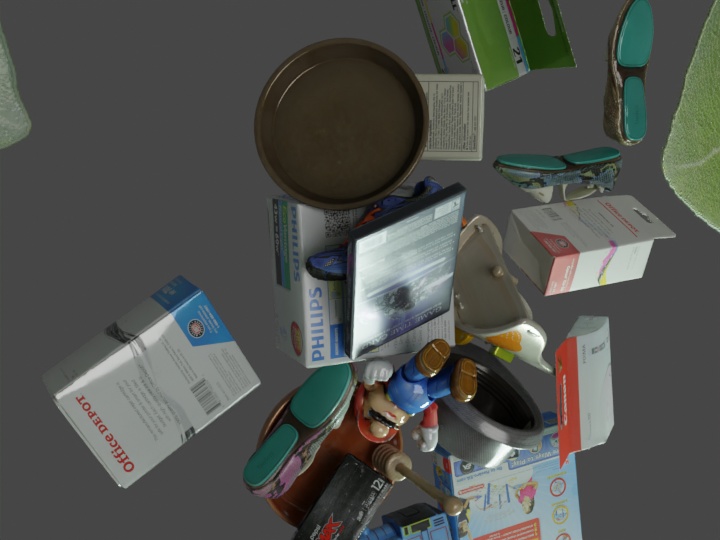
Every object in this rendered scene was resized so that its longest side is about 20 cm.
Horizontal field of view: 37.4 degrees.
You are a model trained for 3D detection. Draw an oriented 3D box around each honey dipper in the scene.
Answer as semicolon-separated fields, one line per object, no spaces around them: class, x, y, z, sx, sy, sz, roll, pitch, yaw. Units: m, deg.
honey dipper;0.072;0.255;1.287;0.038;0.200;0.038;-4;99;-24

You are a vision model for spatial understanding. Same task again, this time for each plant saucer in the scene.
plant saucer;-0.041;0.234;1.362;0.199;0.032;0.202;-3;97;-23
plant saucer;-0.021;-0.164;1.204;0.199;0.029;0.201;-1;80;6

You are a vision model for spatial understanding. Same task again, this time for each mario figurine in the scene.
mario figurine;0.053;0.162;1.274;0.106;0.200;0.124;-18;76;-36

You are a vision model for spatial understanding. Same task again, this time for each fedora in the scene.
fedora;0.143;0.182;1.376;0.176;0.200;0.091;13;118;-39

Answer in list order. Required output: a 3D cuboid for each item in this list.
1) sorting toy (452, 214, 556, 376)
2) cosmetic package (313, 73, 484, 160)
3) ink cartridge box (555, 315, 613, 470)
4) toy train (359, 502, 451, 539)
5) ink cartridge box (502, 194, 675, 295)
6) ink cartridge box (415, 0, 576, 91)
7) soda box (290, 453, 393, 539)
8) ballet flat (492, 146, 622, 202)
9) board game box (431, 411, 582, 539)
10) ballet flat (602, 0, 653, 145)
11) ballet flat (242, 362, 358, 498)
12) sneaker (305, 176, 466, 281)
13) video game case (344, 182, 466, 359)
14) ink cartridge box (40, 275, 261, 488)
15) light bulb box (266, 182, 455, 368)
sorting toy;0.192;0.060;1.384;0.107;0.201;0.180;-37;131;19
cosmetic package;0.047;-0.182;1.267;0.199;0.087;0.104;3;97;7
ink cartridge box;0.304;0.161;1.433;0.057;0.200;0.164;-1;100;17
toy train;0.031;0.383;1.389;0.199;0.087;0.115;-15;94;-20
ink cartridge box;0.308;-0.038;1.429;0.199;0.117;0.068;-9;129;-22
ink cartridge box;0.158;-0.298;1.288;0.075;0.200;0.149;-25;106;-19
soda box;-0.043;0.327;1.310;0.071;0.063;0.201;33;82;4
ballet flat;0.268;-0.124;1.438;0.199;0.074;0.075;-5;99;-20
board game box;0.205;0.316;1.470;0.199;0.056;0.197;-11;102;-23
ballet flat;0.358;-0.272;1.457;0.070;0.065;0.201;3;93;-26
ballet flat;-0.064;0.195;1.298;0.200;0.069;0.071;-53;141;-1
sneaker;0.022;-0.045;1.204;0.199;0.075;0.079;-25;92;-25
video game case;0.047;0.004;1.175;0.142;0.019;0.201;-25;144;-23
ink cartridge box;-0.239;0.125;1.222;0.200;0.086;0.147;-36;117;-14
light bulb box;0.000;0.000;1.298;0.199;0.125;0.200;-6;100;-22
